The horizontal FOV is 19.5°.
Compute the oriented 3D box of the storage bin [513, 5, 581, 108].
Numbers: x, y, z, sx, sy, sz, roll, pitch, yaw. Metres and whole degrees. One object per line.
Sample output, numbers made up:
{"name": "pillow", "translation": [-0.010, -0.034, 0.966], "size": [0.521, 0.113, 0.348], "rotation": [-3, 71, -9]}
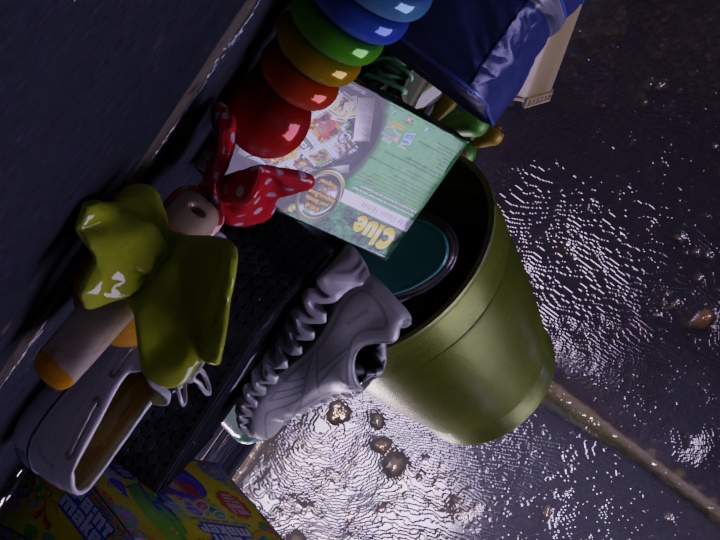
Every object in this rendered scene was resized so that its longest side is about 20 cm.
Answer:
{"name": "storage bin", "translation": [0.132, -0.239, 1.663], "size": [0.198, 0.093, 0.202], "rotation": [-28, 139, -77]}

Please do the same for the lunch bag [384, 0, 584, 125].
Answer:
{"name": "lunch bag", "translation": [0.072, -0.194, 1.398], "size": [0.133, 0.135, 0.200], "rotation": [-54, 175, 1]}

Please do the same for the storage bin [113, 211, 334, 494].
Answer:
{"name": "storage bin", "translation": [-0.119, 0.048, 1.538], "size": [0.201, 0.093, 0.135], "rotation": [-55, 176, 30]}

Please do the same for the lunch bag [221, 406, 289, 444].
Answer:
{"name": "lunch bag", "translation": [-0.063, 0.050, 1.837], "size": [0.200, 0.077, 0.160], "rotation": [-41, -156, -3]}

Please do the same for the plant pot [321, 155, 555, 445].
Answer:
{"name": "plant pot", "translation": [0.064, 0.039, 1.707], "size": [0.201, 0.200, 0.193], "rotation": [-53, 132, -13]}

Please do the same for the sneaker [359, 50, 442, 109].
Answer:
{"name": "sneaker", "translation": [0.028, -0.167, 1.719], "size": [0.200, 0.076, 0.089], "rotation": [-57, 168, -56]}

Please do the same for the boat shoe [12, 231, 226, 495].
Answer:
{"name": "boat shoe", "translation": [-0.138, 0.064, 1.380], "size": [0.202, 0.086, 0.075], "rotation": [-50, 147, -13]}

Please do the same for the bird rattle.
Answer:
{"name": "bird rattle", "translation": [-0.124, -0.010, 1.214], "size": [0.163, 0.112, 0.200], "rotation": [-43, -165, 26]}

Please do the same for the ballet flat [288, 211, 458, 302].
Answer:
{"name": "ballet flat", "translation": [0.000, 0.000, 1.590], "size": [0.199, 0.074, 0.073], "rotation": [-18, -163, 31]}

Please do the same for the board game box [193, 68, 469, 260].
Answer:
{"name": "board game box", "translation": [-0.016, -0.078, 1.403], "size": [0.199, 0.023, 0.105], "rotation": [24, 103, -50]}

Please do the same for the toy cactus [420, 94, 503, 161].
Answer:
{"name": "toy cactus", "translation": [0.025, -0.104, 1.843], "size": [0.164, 0.103, 0.199], "rotation": [-18, -164, -36]}

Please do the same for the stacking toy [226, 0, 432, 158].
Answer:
{"name": "stacking toy", "translation": [-0.014, -0.145, 1.258], "size": [0.200, 0.085, 0.085], "rotation": [-51, 178, 31]}

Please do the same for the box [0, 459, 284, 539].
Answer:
{"name": "box", "translation": [-0.189, 0.248, 1.603], "size": [0.193, 0.122, 0.199], "rotation": [-54, 145, 13]}

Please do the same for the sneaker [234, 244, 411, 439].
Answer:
{"name": "sneaker", "translation": [-0.030, 0.071, 1.540], "size": [0.075, 0.081, 0.200], "rotation": [-52, 178, -45]}

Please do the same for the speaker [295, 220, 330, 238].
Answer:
{"name": "speaker", "translation": [-0.029, -0.082, 1.540], "size": [0.089, 0.088, 0.200], "rotation": [-53, 176, -12]}
